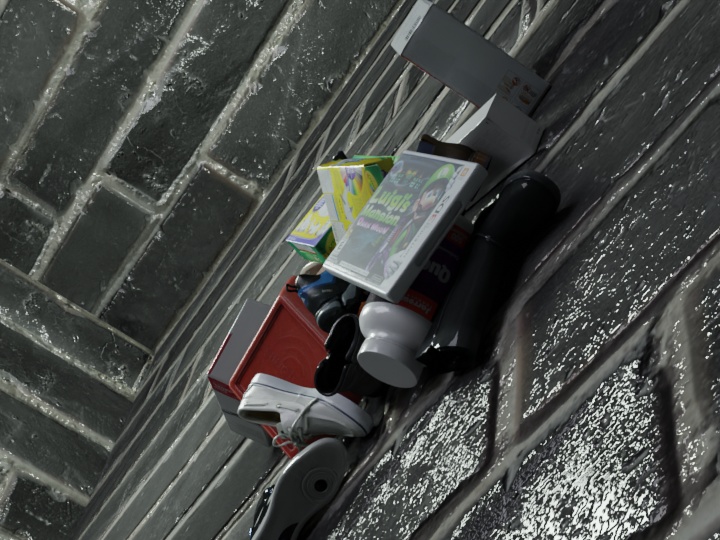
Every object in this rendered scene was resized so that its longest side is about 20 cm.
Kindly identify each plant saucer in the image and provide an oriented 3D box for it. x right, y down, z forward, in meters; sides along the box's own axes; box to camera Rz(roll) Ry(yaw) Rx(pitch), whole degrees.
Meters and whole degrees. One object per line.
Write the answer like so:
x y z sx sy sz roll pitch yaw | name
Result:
-0.090 0.143 1.687 0.036 0.200 0.201 4 -57 -51 | plant saucer

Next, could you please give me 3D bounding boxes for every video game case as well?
0.048 -0.058 1.469 0.183 0.023 0.200 -54 24 -6 | video game case

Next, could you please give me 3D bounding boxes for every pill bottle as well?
0.070 0.032 1.472 0.112 0.112 0.202 -36 25 61 | pill bottle

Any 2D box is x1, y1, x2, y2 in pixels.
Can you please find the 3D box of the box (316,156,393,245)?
0.008 -0.090 1.665 0.048 0.119 0.200 -18 11 -19 | box

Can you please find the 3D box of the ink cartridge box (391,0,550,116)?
0.148 -0.292 1.750 0.084 0.199 0.176 -56 12 11 | ink cartridge box

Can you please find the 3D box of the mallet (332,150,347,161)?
0.021 -0.079 1.767 0.066 0.200 0.041 -48 -9 31 | mallet

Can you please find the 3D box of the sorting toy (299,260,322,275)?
0.014 -0.071 1.931 0.201 0.106 0.180 -62 7 -31 | sorting toy

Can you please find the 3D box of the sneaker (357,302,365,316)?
-0.024 0.080 1.742 0.198 0.078 0.073 -19 -14 12 | sneaker

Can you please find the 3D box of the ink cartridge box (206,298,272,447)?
-0.158 0.162 1.944 0.201 0.082 0.146 82 -150 -59 | ink cartridge box

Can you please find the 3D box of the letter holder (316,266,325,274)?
-0.062 0.104 1.873 0.142 0.100 0.201 -43 19 58 | letter holder

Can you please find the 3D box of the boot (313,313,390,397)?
0.017 0.064 1.537 0.131 0.069 0.203 17 -91 -62 | boot

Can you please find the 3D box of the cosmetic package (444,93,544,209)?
0.154 -0.151 1.662 0.200 0.082 0.051 -40 21 55 | cosmetic package

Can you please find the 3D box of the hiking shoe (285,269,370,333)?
0.000 0.000 1.667 0.199 0.087 0.075 -30 -22 -37 | hiking shoe

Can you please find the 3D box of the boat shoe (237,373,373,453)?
-0.080 0.194 1.587 0.200 0.075 0.087 14 58 34 | boat shoe

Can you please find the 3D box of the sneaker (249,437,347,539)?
-0.087 0.280 1.591 0.201 0.073 0.112 -58 13 11 | sneaker

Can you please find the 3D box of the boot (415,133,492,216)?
0.091 -0.081 1.640 0.202 0.096 0.075 -66 -6 21 | boot

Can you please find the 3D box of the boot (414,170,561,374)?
0.139 0.005 1.363 0.201 0.065 0.165 -61 3 -27 | boot

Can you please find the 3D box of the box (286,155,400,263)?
-0.015 -0.102 1.863 0.200 0.048 0.117 -50 23 -13 | box
